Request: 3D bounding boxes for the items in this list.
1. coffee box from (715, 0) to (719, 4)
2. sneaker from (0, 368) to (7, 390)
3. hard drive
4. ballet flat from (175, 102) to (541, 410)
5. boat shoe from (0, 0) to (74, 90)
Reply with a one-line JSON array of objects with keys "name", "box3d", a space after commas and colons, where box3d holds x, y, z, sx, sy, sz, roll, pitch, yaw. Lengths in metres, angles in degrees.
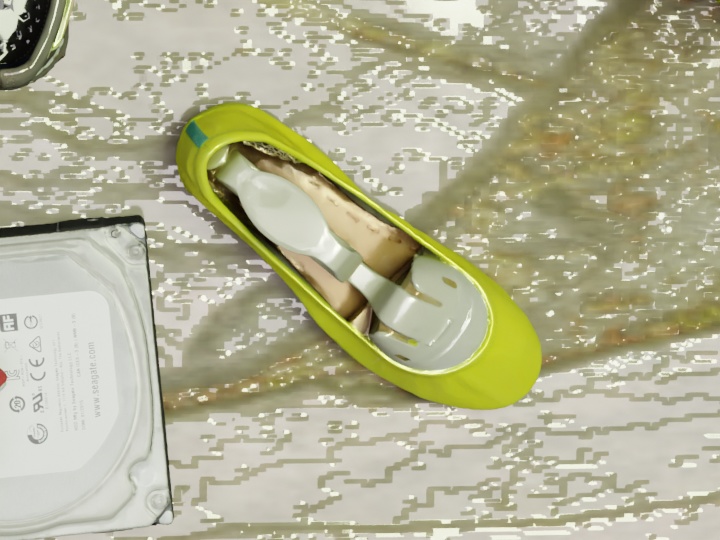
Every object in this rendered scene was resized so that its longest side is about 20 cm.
[{"name": "coffee box", "box3d": [0.178, -0.228, 1.122, 0.200, 0.200, 0.198, 42, 93, -9]}, {"name": "sneaker", "box3d": [-0.231, 0.102, 1.155, 0.112, 0.071, 0.200, 34, 91, -5]}, {"name": "hard drive", "box3d": [-0.188, 0.054, 1.208, 0.199, 0.038, 0.140, -5, 98, -4]}, {"name": "ballet flat", "box3d": [0.000, 0.000, 1.203, 0.200, 0.067, 0.067, 39, 92, -10]}, {"name": "boat shoe", "box3d": [-0.139, -0.171, 1.057, 0.072, 0.060, 0.203, -2, 99, -13]}]
